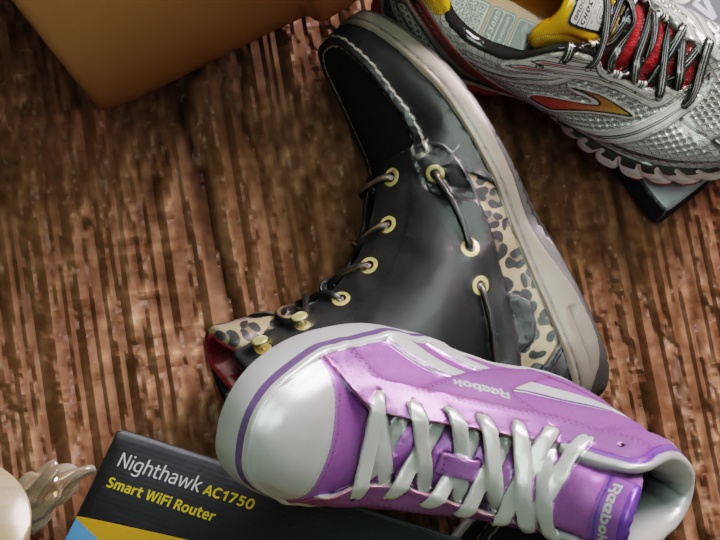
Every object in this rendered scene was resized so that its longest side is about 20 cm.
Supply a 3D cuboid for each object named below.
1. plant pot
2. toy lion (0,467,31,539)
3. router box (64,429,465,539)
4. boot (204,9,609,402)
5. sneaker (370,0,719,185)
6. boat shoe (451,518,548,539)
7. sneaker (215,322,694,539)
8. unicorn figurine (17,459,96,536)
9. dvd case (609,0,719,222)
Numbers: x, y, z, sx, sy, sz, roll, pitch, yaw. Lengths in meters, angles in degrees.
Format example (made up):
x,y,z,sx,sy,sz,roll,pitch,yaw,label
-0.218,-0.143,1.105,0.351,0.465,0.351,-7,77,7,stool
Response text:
x,y,z,sx,sy,sz,roll,pitch,yaw,label
-0.097,-0.163,1.037,0.140,0.200,0.200,-39,84,-2,plant pot
-0.207,0.141,0.840,0.199,0.069,0.192,19,49,2,toy lion
-0.036,0.163,0.975,0.199,0.051,0.150,15,67,21,router box
0.000,0.000,1.062,0.150,0.073,0.201,-29,88,-20,boot
0.103,-0.095,1.079,0.199,0.082,0.078,16,76,-3,sneaker
0.045,0.160,1.030,0.074,0.060,0.200,42,71,3,boat shoe
0.048,0.071,0.953,0.200,0.114,0.073,3,105,-39,sneaker
-0.189,0.155,0.966,0.200,0.137,0.074,-34,103,-38,unicorn figurine
0.132,-0.143,1.153,0.150,0.025,0.200,-37,83,-17,dvd case
